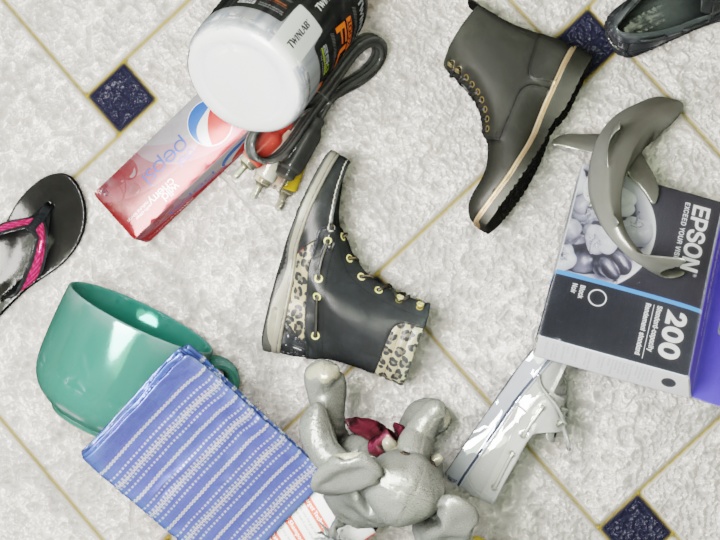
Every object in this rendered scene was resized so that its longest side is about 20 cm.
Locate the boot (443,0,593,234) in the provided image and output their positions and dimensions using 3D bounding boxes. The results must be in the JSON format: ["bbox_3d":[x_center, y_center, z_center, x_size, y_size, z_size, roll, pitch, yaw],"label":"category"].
[{"bbox_3d":[0.120,-0.150,1.672,0.137,0.078,0.201,29,77,9],"label":"boot"}]

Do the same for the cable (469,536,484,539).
[{"bbox_3d":[0.172,0.309,1.650,0.197,0.050,0.098,6,95,4],"label":"cable"}]

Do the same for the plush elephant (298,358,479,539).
[{"bbox_3d":[0.028,0.178,1.570,0.164,0.154,0.202,29,64,-24],"label":"plush elephant"}]

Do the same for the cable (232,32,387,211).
[{"bbox_3d":[-0.055,-0.158,1.679,0.050,0.097,0.201,25,82,45],"label":"cable"}]

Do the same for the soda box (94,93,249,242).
[{"bbox_3d":[-0.163,-0.118,1.688,0.200,0.070,0.063,-44,85,2],"label":"soda box"}]

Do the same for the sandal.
[{"bbox_3d":[-0.345,-0.010,1.710,0.075,0.045,0.200,42,91,5],"label":"sandal"}]

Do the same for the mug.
[{"bbox_3d":[-0.218,0.102,1.643,0.184,0.152,0.115,27,95,4],"label":"mug"}]

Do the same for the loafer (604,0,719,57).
[{"bbox_3d":[0.327,-0.267,1.655,0.199,0.070,0.069,-28,87,3],"label":"loafer"}]

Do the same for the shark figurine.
[{"bbox_3d":[0.245,-0.091,1.608,0.126,0.090,0.217,5,57,0],"label":"shark figurine"}]

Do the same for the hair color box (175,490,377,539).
[{"bbox_3d":[-0.090,0.263,1.673,0.199,0.061,0.102,-33,85,3],"label":"hair color box"}]

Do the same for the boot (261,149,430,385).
[{"bbox_3d":[0.000,0.001,1.672,0.152,0.073,0.206,18,94,2],"label":"boot"}]

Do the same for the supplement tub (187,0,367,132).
[{"bbox_3d":[-0.069,-0.231,1.617,0.122,0.123,0.201,27,48,5],"label":"supplement tub"}]

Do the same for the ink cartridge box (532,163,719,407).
[{"bbox_3d":[0.280,0.014,1.624,0.198,0.044,0.200,16,62,4],"label":"ink cartridge box"}]

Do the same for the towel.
[{"bbox_3d":[-0.142,0.180,1.598,0.145,0.024,0.200,-46,111,1],"label":"towel"}]

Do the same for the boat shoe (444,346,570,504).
[{"bbox_3d":[0.170,0.139,1.651,0.086,0.075,0.203,35,93,5],"label":"boat shoe"}]
